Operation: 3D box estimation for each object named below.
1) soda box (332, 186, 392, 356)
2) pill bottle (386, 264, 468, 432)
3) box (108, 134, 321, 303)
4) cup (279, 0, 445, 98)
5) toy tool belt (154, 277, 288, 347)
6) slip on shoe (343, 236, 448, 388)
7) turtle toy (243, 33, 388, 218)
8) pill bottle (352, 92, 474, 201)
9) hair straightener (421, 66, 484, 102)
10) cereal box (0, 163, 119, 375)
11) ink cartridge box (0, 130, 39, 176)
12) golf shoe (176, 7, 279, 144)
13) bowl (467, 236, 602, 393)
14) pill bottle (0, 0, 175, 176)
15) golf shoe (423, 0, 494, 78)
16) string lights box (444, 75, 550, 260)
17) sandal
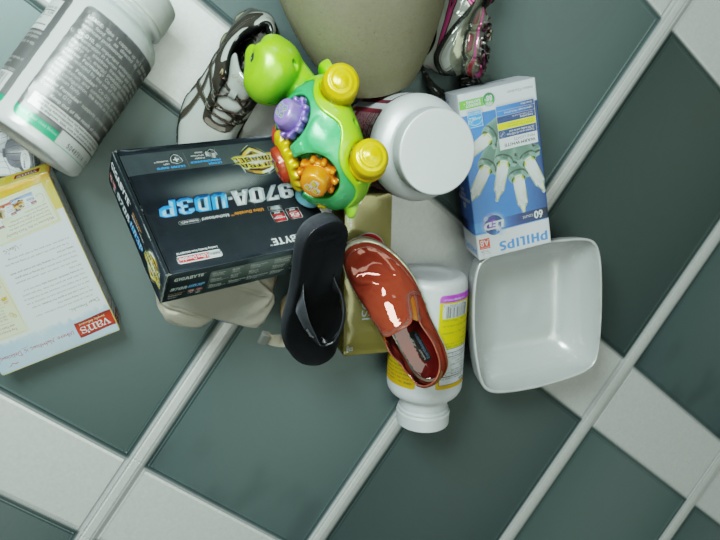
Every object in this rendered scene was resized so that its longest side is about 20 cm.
[{"bbox_3d":[0.000,0.000,0.879,0.062,0.068,0.207,-4,104,-16],"label":"soda box"},{"bbox_3d":[0.085,0.102,0.912,0.101,0.104,0.207,-2,104,-16],"label":"pill bottle"},{"bbox_3d":[-0.144,-0.063,0.732,0.196,0.161,0.046,-12,151,-35],"label":"box"},{"bbox_3d":[0.008,-0.280,0.765,0.195,0.202,0.146,-19,130,-11],"label":"cup"},{"bbox_3d":[-0.141,-0.002,0.810,0.195,0.125,0.126,15,125,-24],"label":"toy tool belt"},{"bbox_3d":[0.043,0.050,0.819,0.073,0.061,0.203,-28,98,14],"label":"slip on shoe"},{"bbox_3d":[-0.050,-0.146,0.711,0.099,0.146,0.205,-22,89,-10],"label":"turtle toy"},{"bbox_3d":[0.050,-0.142,0.789,0.109,0.200,0.117,-4,105,-15],"label":"pill bottle"},{"bbox_3d":[0.161,-0.210,0.899,0.198,0.041,0.078,34,92,-17],"label":"hair straightener"},{"bbox_3d":[-0.369,0.002,0.766,0.140,0.040,0.205,-20,119,-11],"label":"cereal box"},{"bbox_3d":[-0.444,-0.148,0.724,0.194,0.039,0.103,-4,105,-15],"label":"ink cartridge box"},{"bbox_3d":[-0.150,-0.195,0.773,0.076,0.094,0.205,21,98,-21],"label":"golf shoe"},{"bbox_3d":[0.230,0.054,0.960,0.194,0.075,0.206,-10,106,-15],"label":"bowl"},{"bbox_3d":[-0.280,-0.209,0.704,0.112,0.112,0.203,35,78,-21],"label":"pill bottle"},{"bbox_3d":[0.121,-0.335,0.831,0.089,0.072,0.206,10,83,18],"label":"golf shoe"},{"bbox_3d":[0.172,-0.128,0.868,0.100,0.059,0.206,-13,108,-5],"label":"string lights box"},{"bbox_3d":[-0.045,0.035,0.746,0.075,0.043,0.204,-23,138,-27],"label":"sandal"}]
